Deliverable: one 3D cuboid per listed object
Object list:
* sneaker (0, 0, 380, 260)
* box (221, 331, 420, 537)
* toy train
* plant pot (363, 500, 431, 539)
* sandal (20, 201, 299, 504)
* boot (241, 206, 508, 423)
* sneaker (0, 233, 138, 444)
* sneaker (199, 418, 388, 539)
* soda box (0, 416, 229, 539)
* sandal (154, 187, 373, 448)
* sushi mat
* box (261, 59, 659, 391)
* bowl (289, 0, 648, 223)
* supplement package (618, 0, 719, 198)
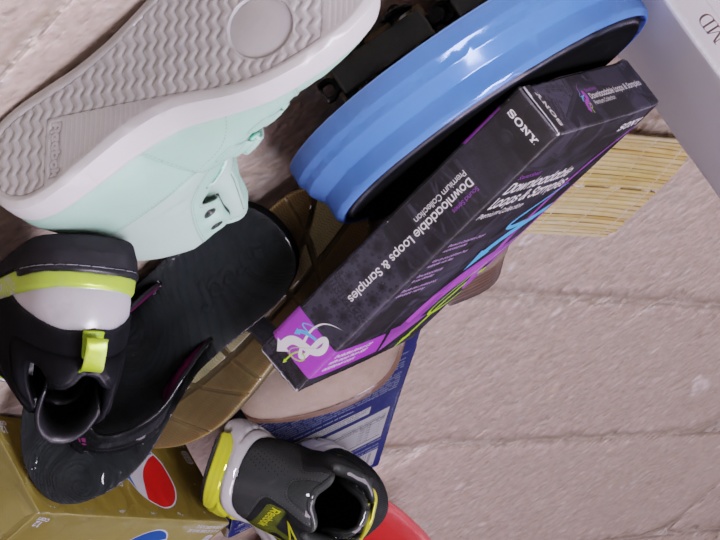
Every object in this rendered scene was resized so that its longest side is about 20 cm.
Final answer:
[{"bbox_3d":[-0.062,-0.075,1.138,0.200,0.074,0.118,-29,153,16],"label":"sneaker"},{"bbox_3d":[-0.030,0.091,1.582,0.121,0.033,0.200,-24,157,-22],"label":"box"},{"bbox_3d":[0.065,-0.140,1.240,0.199,0.034,0.046,-33,170,-2],"label":"toy train"},{"bbox_3d":[-0.037,0.278,1.779,0.177,0.202,0.200,-33,160,27],"label":"plant pot"},{"bbox_3d":[-0.114,0.044,1.313,0.201,0.075,0.048,-49,-177,15],"label":"sandal"},{"bbox_3d":[0.000,0.000,1.406,0.199,0.070,0.146,-33,152,-3],"label":"boot"},{"bbox_3d":[-0.154,0.043,1.185,0.071,0.084,0.200,3,165,-16],"label":"sneaker"},{"bbox_3d":[-0.023,0.145,1.519,0.200,0.084,0.075,22,90,-63],"label":"sneaker"},{"bbox_3d":[-0.163,0.134,1.442,0.064,0.068,0.200,-40,157,19],"label":"soda box"},{"bbox_3d":[-0.070,0.025,1.355,0.200,0.080,0.054,-41,-175,16],"label":"sandal"},{"bbox_3d":[0.129,-0.053,1.527,0.096,0.012,0.199,-47,155,26],"label":"sushi mat"},{"bbox_3d":[0.052,-0.025,1.271,0.200,0.036,0.143,-46,168,26],"label":"box"},{"bbox_3d":[0.058,-0.089,1.252,0.200,0.040,0.201,-33,174,-4],"label":"bowl"},{"bbox_3d":[0.250,-0.147,1.314,0.199,0.152,0.151,-31,158,-5],"label":"supplement package"}]
